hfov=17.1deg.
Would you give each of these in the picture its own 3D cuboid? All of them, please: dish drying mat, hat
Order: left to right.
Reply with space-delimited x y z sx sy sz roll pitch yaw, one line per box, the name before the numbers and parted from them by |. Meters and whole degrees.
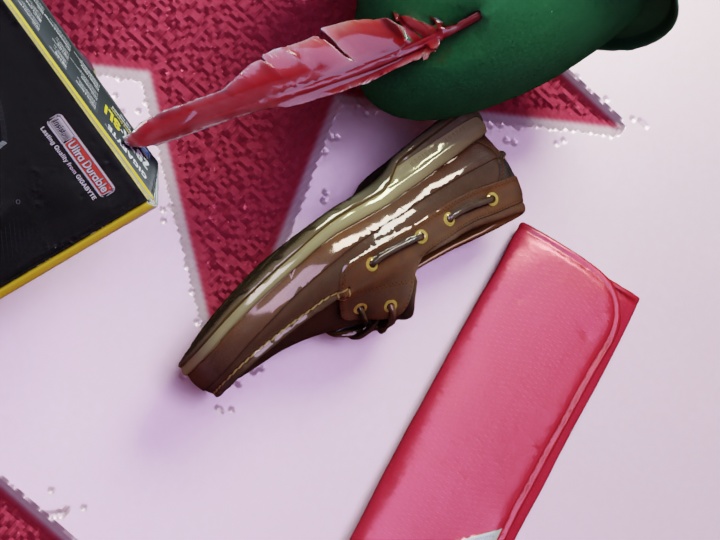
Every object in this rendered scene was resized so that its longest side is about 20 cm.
hat | 0.031 -0.080 1.139 0.199 0.166 0.177 16 72 18
dish drying mat | 0.067 0.079 1.206 0.077 0.018 0.201 32 76 -8

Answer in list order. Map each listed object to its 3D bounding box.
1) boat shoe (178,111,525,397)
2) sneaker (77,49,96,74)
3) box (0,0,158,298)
boat shoe | 0.000 0.000 1.171 0.200 0.072 0.068 -39 92 -19
sneaker | -0.220 -0.124 1.125 0.199 0.075 0.091 6 86 -16
box | -0.209 -0.075 1.068 0.159 0.049 0.200 -28 115 13
